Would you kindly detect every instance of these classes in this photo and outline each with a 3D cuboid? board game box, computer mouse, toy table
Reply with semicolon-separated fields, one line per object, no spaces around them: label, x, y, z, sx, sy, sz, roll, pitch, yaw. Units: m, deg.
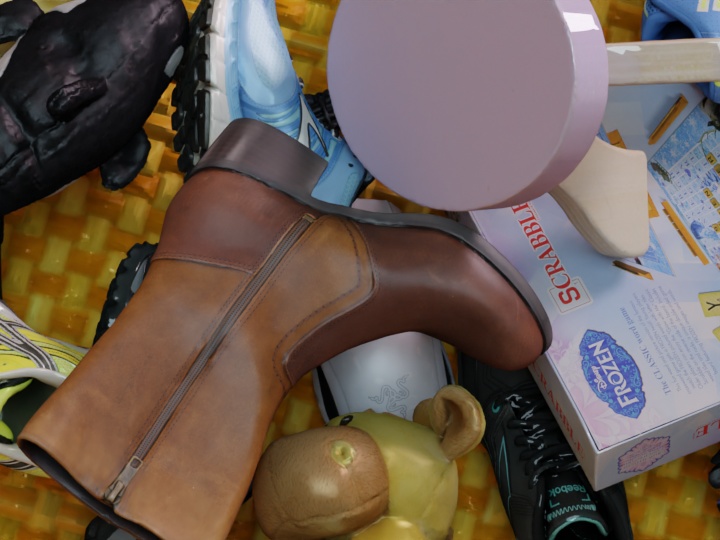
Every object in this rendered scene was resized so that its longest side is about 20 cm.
board game box;0.161;-0.014;1.417;0.199;0.041;0.200;-20;58;-11
computer mouse;0.000;0.000;1.442;0.109;0.044;0.201;-17;79;-8
toy table;0.084;-0.093;1.341;0.117;0.200;0.185;-6;108;-33

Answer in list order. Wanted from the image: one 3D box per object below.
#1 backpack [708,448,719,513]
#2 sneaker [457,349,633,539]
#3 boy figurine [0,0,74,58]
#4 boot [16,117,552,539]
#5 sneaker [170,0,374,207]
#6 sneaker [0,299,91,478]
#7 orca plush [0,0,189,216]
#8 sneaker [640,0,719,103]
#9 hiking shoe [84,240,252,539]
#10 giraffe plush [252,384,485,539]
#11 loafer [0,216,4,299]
backpack;0.294;0.104;1.377;0.199;0.183;0.135;-23;88;-20
sneaker;0.101;0.096;1.410;0.075;0.079;0.201;-16;77;-5
boy figurine;-0.134;-0.186;1.444;0.064;0.124;0.200;30;107;-20
boot;-0.028;0.050;1.296;0.188;0.068;0.200;33;60;-7
sneaker;-0.039;-0.056;1.415;0.089;0.078;0.201;-4;76;-18
sneaker;-0.180;0.047;1.341;0.199;0.076;0.076;15;93;12
orca plush;-0.159;-0.081;1.363;0.199;0.071;0.106;-22;86;-19
sneaker;0.180;-0.161;1.449;0.105;0.076;0.201;-14;50;-5
hiking shoe;-0.090;0.087;1.410;0.086;0.074;0.201;2;87;-10
giraffe plush;0.005;0.138;1.348;0.172;0.200;0.163;-8;74;20
loafer;-0.211;-0.017;1.416;0.071;0.073;0.201;-2;78;-6
